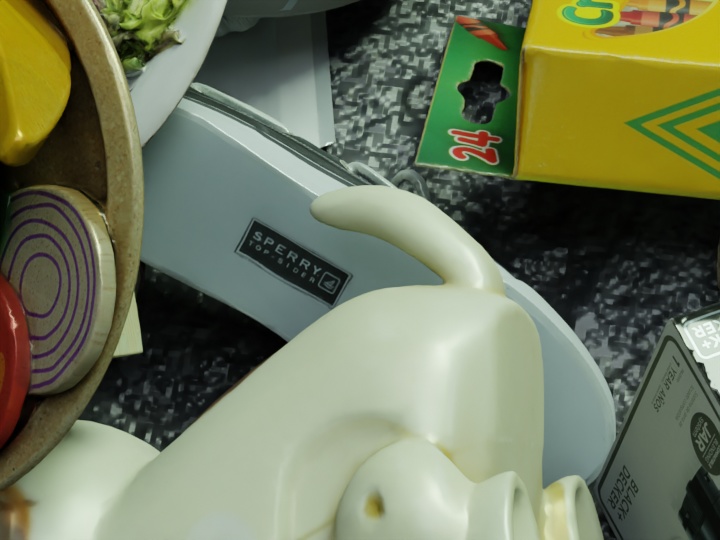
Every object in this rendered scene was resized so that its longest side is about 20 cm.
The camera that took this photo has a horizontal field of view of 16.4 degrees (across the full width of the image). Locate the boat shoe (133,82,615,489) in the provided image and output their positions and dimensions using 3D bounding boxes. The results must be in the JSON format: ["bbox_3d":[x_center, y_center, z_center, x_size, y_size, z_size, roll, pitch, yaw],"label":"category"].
[{"bbox_3d":[-0.002,0.002,0.822,0.199,0.068,0.074,28,112,-1],"label":"boat shoe"}]

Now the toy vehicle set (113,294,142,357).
[{"bbox_3d":[-0.164,-0.022,0.763,0.199,0.026,0.125,-9,88,29],"label":"toy vehicle set"}]

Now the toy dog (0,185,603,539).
[{"bbox_3d":[-0.040,0.084,0.739,0.199,0.140,0.195,-13,91,15],"label":"toy dog"}]

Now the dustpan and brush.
[{"bbox_3d":[-0.114,-0.103,0.888,0.199,0.057,0.140,-5,62,0],"label":"dustpan and brush"}]

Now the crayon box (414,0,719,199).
[{"bbox_3d":[0.124,-0.071,0.830,0.199,0.051,0.127,5,29,6],"label":"crayon box"}]

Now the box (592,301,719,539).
[{"bbox_3d":[0.148,0.114,0.730,0.060,0.117,0.200,-17,61,-18],"label":"box"}]

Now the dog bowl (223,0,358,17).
[{"bbox_3d":[-0.048,-0.167,0.884,0.199,0.059,0.200,9,44,-8],"label":"dog bowl"}]

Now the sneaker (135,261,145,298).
[{"bbox_3d":[-0.172,-0.007,0.835,0.199,0.075,0.090,-7,57,1],"label":"sneaker"}]

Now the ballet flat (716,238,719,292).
[{"bbox_3d":[0.208,0.024,0.801,0.199,0.067,0.068,20,66,13],"label":"ballet flat"}]

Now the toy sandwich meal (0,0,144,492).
[{"bbox_3d":[-0.152,-0.025,0.698,0.205,0.070,0.206,1,92,30],"label":"toy sandwich meal"}]

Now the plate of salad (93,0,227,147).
[{"bbox_3d":[-0.131,-0.111,0.785,0.199,0.048,0.201,-2,85,21],"label":"plate of salad"}]
